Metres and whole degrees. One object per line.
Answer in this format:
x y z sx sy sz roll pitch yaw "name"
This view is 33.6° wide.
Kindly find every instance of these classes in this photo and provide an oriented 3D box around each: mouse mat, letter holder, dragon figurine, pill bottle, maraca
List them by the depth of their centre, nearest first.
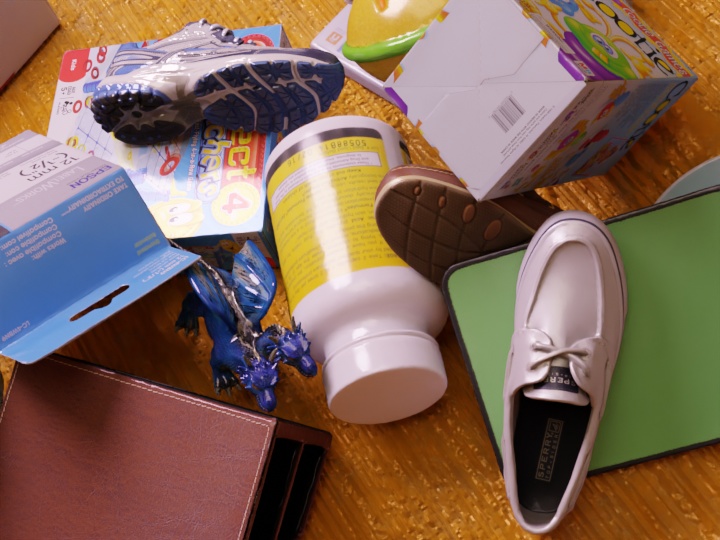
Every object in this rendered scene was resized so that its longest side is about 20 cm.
0.166 0.047 0.764 0.199 0.008 0.162 -16 97 13 "mouse mat"
-0.143 0.148 0.802 0.199 0.101 0.143 13 82 21 "letter holder"
-0.092 0.019 0.824 0.059 0.100 0.200 -17 61 -25 "dragon figurine"
0.000 0.000 0.838 0.111 0.111 0.201 -17 58 6 "pill bottle"
0.074 -0.208 0.912 0.200 0.107 0.137 -33 26 -20 "maraca"

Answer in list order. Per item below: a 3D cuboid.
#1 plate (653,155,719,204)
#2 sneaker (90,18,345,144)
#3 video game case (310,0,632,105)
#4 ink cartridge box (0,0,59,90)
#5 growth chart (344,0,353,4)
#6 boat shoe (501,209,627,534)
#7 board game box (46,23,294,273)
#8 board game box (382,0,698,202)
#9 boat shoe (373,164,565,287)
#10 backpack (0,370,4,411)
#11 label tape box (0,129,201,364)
0.286 0.003 0.810 0.199 0.026 0.201 -6 61 12 "plate"
-0.108 -0.157 0.912 0.199 0.077 0.085 -2 57 13 "sneaker"
0.088 -0.201 0.978 0.200 0.022 0.182 35 76 28 "video game case"
-0.409 -0.248 1.066 0.200 0.145 0.146 26 72 27 "ink cartridge box"
0.054 -0.261 0.931 0.199 0.145 0.018 -22 79 13 "growth chart"
0.121 0.065 0.738 0.072 0.066 0.201 13 102 8 "boat shoe"
-0.155 -0.095 0.965 0.195 0.056 0.201 -5 61 13 "board game box"
0.126 -0.127 0.801 0.103 0.200 0.105 51 121 16 "board game box"
0.093 -0.025 0.806 0.072 0.199 0.068 -53 30 31 "boat shoe"
-0.342 0.084 0.795 0.199 0.163 0.154 5 48 -16 "backpack"
-0.227 -0.022 0.817 0.143 0.066 0.200 -35 36 -30 "label tape box"
